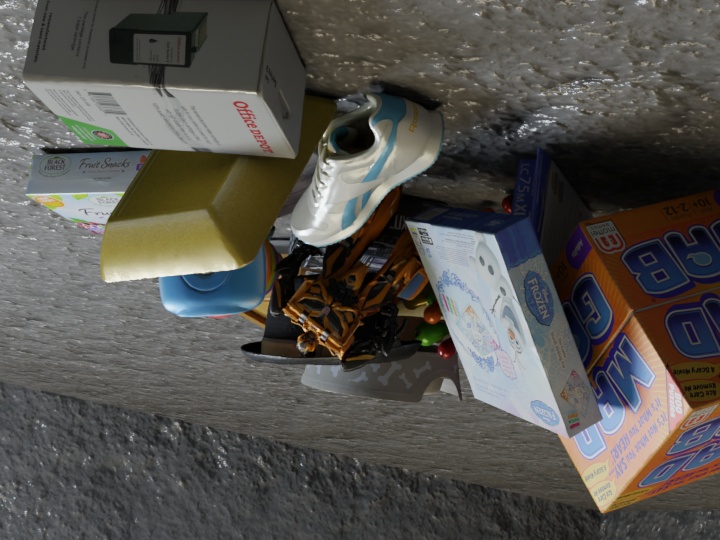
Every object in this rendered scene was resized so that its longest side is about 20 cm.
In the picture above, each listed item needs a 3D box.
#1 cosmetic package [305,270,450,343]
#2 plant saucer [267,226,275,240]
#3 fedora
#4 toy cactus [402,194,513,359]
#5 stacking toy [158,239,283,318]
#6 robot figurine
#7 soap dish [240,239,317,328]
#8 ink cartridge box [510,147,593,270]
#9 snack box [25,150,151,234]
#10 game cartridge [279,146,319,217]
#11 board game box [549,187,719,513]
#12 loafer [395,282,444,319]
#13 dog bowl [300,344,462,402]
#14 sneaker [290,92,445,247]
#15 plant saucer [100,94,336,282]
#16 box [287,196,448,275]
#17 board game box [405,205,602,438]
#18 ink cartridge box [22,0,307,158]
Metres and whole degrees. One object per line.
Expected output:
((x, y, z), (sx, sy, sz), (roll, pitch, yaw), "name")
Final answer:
((0.026, 0.047, 1.716), (0.105, 0.072, 0.199), (13, -175, 40), "cosmetic package")
((-0.195, -0.030, 1.585), (0.198, 0.028, 0.200), (-4, -169, 1), "plant saucer")
((-0.032, 0.049, 1.486), (0.198, 0.093, 0.201), (-1, -178, 0), "fedora")
((0.147, 0.030, 1.477), (0.164, 0.200, 0.102), (36, -163, -12), "toy cactus")
((-0.126, -0.006, 1.454), (0.115, 0.111, 0.200), (-4, 178, 16), "stacking toy")
((0.000, 0.000, 1.387), (0.144, 0.201, 0.058), (36, 168, 8), "robot figurine")
((-0.096, 0.026, 1.804), (0.156, 0.082, 0.200), (0, 162, 27), "soap dish")
((0.184, -0.031, 1.367), (0.042, 0.121, 0.200), (4, 164, 23), "ink cartridge box")
((-0.246, -0.084, 1.526), (0.198, 0.054, 0.142), (0, 162, 23), "snack box")
((-0.098, -0.090, 1.384), (0.199, 0.039, 0.129), (-19, 154, 34), "game cartridge")
((0.295, 0.072, 1.302), (0.198, 0.201, 0.201), (-14, 150, -26), "board game box")
((0.090, 0.027, 1.566), (0.198, 0.068, 0.076), (-16, 170, -4), "loafer")
((0.028, 0.116, 1.664), (0.198, 0.059, 0.200), (7, -178, 0), "dog bowl")
((-0.012, -0.096, 1.272), (0.080, 0.077, 0.200), (20, 137, -31), "sneaker")
((-0.140, -0.086, 1.250), (0.199, 0.201, 0.049), (-6, 135, 40), "plant saucer")
((0.004, -0.038, 1.573), (0.156, 0.050, 0.200), (9, 165, -6), "box")
((0.130, 0.042, 1.291), (0.043, 0.201, 0.200), (-25, -166, -16), "board game box")
((-0.154, -0.160, 1.139), (0.198, 0.085, 0.146), (5, 165, 11), "ink cartridge box")
